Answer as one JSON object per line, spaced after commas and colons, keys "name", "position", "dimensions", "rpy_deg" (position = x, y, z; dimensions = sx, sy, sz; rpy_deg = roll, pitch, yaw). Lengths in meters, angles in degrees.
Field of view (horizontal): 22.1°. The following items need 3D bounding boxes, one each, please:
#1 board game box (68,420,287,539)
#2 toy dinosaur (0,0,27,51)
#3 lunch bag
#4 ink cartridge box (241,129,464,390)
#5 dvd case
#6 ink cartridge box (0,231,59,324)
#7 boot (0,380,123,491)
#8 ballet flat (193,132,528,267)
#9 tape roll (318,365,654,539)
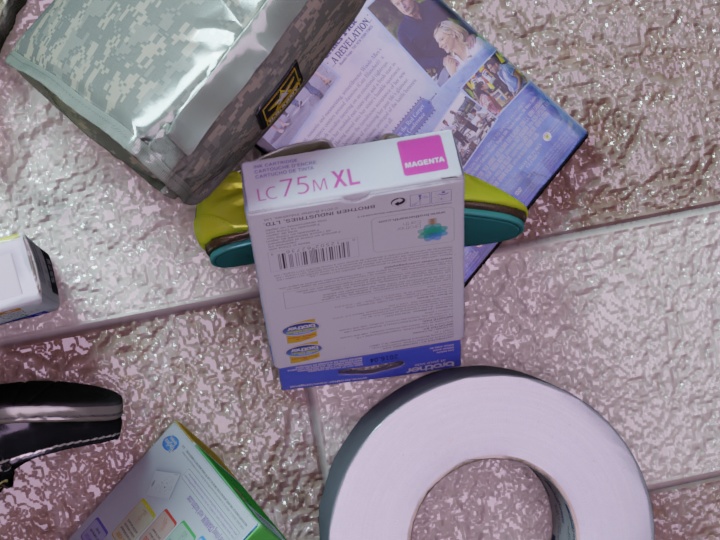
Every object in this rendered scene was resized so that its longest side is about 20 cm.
{"name": "board game box", "position": [-0.137, 0.197, 1.049], "dimensions": [0.200, 0.153, 0.040], "rpy_deg": [-47, 119, -3]}
{"name": "toy dinosaur", "position": [-0.210, -0.176, 1.064], "dimensions": [0.047, 0.088, 0.202], "rpy_deg": [23, 88, 17]}
{"name": "lunch bag", "position": [-0.087, -0.129, 1.012], "dimensions": [0.117, 0.200, 0.164], "rpy_deg": [41, 86, -28]}
{"name": "ink cartridge box", "position": [0.000, 0.000, 1.057], "dimensions": [0.118, 0.201, 0.042], "rpy_deg": [-9, 55, -2]}
{"name": "dvd case", "position": [0.022, -0.094, 1.126], "dimensions": [0.200, 0.018, 0.143], "rpy_deg": [41, 88, -7]}
{"name": "ink cartridge box", "position": [-0.267, 0.028, 1.004], "dimensions": [0.198, 0.198, 0.048], "rpy_deg": [-14, 91, -7]}
{"name": "boot", "position": [-0.230, 0.150, 1.079], "dimensions": [0.201, 0.073, 0.156], "rpy_deg": [-8, 96, -3]}
{"name": "ballet flat", "position": [-0.001, -0.046, 1.088], "dimensions": [0.197, 0.067, 0.068], "rpy_deg": [-6, 71, -5]}
{"name": "tape roll", "position": [0.075, 0.161, 1.118], "dimensions": [0.198, 0.066, 0.203], "rpy_deg": [0, 92, -6]}
